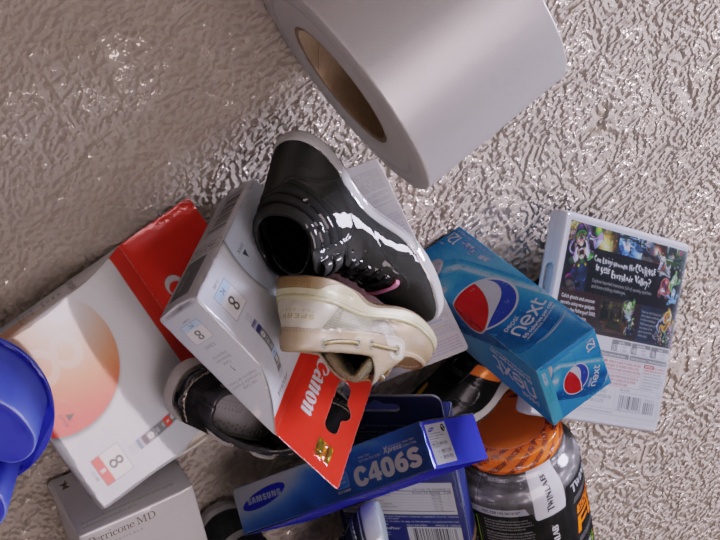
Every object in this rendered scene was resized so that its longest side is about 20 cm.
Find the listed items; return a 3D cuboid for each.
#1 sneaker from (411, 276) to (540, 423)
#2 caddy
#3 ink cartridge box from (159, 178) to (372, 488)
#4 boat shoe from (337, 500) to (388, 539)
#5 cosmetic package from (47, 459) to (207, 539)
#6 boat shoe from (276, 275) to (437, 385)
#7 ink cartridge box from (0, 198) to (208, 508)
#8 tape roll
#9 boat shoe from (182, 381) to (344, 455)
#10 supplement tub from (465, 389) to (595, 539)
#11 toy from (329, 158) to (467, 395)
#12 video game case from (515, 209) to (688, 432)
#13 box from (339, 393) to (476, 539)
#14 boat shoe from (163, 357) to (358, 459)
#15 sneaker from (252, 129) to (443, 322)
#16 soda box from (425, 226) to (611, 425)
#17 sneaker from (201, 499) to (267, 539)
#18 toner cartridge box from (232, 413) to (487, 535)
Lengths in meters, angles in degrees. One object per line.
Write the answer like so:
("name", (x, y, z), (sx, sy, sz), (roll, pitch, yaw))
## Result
("sneaker", (0.113, 0.066, 1.667), (0.200, 0.070, 0.090), (-31, 124, -20))
("caddy", (-0.326, 0.107, 1.371), (0.199, 0.105, 0.142), (20, 114, -17))
("ink cartridge box", (-0.054, 0.049, 1.449), (0.047, 0.160, 0.200), (-32, 112, 32))
("boat shoe", (-0.016, 0.275, 1.660), (0.090, 0.071, 0.201), (-9, 146, -3))
("cosmetic package", (-0.183, 0.253, 1.572), (0.107, 0.085, 0.201), (-24, 128, -15))
("boat shoe", (-0.004, 0.057, 1.444), (0.200, 0.072, 0.065), (28, 64, -58))
("ink cartridge box", (-0.170, 0.066, 1.458), (0.200, 0.050, 0.163), (-35, 109, -6))
("tape roll", (0.038, -0.180, 1.380), (0.139, 0.203, 0.203), (-39, 131, -8))
("boat shoe", (-0.100, 0.096, 1.544), (0.199, 0.057, 0.067), (-23, 108, -15))
("supplement tub", (0.154, 0.217, 1.740), (0.122, 0.123, 0.201), (-27, 129, -17))
("toy", (0.000, 0.000, 1.555), (0.115, 0.047, 0.200), (-21, 121, 10))
("video game case", (0.224, 0.049, 1.693), (0.199, 0.023, 0.183), (12, 88, -46))
("box", (0.031, 0.172, 1.643), (0.120, 0.032, 0.201), (-1, 132, 14))
("boat shoe", (-0.066, 0.116, 1.480), (0.200, 0.060, 0.074), (23, 92, -45))
("sneaker", (-0.015, -0.007, 1.453), (0.200, 0.071, 0.099), (48, 45, -23))
("soda box", (0.122, 0.043, 1.564), (0.064, 0.200, 0.068), (-35, 130, -14))
("sneaker", (-0.088, 0.309, 1.645), (0.073, 0.112, 0.201), (-28, 127, -12))
("toner cartridge box", (-0.001, 0.173, 1.566), (0.199, 0.043, 0.095), (-23, 167, 29))
